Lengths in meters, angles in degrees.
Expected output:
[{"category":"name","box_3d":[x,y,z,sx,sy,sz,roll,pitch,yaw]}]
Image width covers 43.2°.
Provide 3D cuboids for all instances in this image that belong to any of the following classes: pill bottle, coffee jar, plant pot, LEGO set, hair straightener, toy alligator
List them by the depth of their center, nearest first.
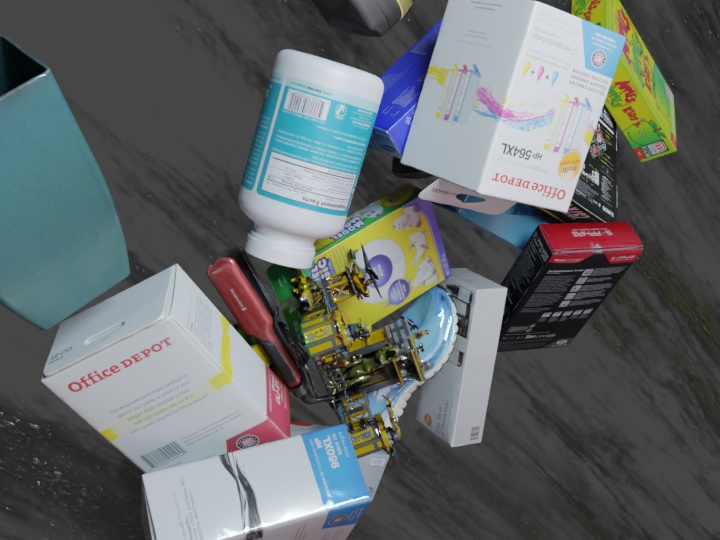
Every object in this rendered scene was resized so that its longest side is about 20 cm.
[{"category":"plant pot","box_3d":[-0.285,-0.060,0.750,0.141,0.141,0.200,-36,129,-16]},{"category":"coffee jar","box_3d":[0.043,-0.315,0.885,0.200,0.104,0.085,-46,122,-9]},{"category":"pill bottle","box_3d":[-0.055,-0.106,0.895,0.111,0.111,0.200,10,102,-35]},{"category":"LEGO set","box_3d":[0.016,0.081,0.926,0.116,0.154,0.200,-20,111,1]},{"category":"hair straightener","box_3d":[-0.085,0.058,0.951,0.041,0.077,0.200,-31,105,18]},{"category":"toy alligator","box_3d":[-0.128,0.084,0.957,0.200,0.059,0.054,52,35,-33]}]

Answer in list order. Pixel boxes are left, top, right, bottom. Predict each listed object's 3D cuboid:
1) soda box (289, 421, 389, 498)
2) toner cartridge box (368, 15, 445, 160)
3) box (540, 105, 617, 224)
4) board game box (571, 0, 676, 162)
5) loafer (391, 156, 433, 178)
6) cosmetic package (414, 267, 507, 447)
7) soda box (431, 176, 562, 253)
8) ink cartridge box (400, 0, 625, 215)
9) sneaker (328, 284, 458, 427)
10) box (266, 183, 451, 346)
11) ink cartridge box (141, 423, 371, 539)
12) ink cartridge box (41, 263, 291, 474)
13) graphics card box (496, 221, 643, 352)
[{"category":"soda box","box_3d":[-0.070,0.212,1.028,0.200,0.068,0.063,13,102,-35]},{"category":"toner cartridge box","box_3d":[0.080,-0.205,0.955,0.200,0.095,0.043,-44,125,-11]},{"category":"box","box_3d":[0.237,-0.141,1.039,0.200,0.049,0.160,19,68,-52]},{"category":"board game box","box_3d":[0.318,-0.235,1.093,0.200,0.048,0.102,44,43,-36]},{"category":"loafer","box_3d":[0.100,-0.173,1.000,0.200,0.073,0.071,-43,122,-25]},{"category":"cosmetic package","box_3d":[0.118,0.104,1.102,0.051,0.083,0.200,-2,108,-30]},{"category":"soda box","box_3d":[0.179,-0.068,1.087,0.200,0.064,0.068,25,93,-37]},{"category":"ink cartridge box","box_3d":[0.141,-0.149,0.879,0.128,0.125,0.200,7,104,-36]},{"category":"sneaker","box_3d":[0.037,0.098,1.051,0.090,0.078,0.200,36,85,-32]},{"category":"box","box_3d":[0.000,0.000,1.009,0.200,0.048,0.117,-30,121,-18]},{"category":"ink cartridge box","box_3d":[-0.107,0.232,0.880,0.200,0.084,0.145,-11,152,-19]},{"category":"ink cartridge box","box_3d":[-0.180,0.110,0.877,0.145,0.083,0.200,-26,125,14]},{"category":"graphics card box","box_3d":[0.234,0.023,1.094,0.125,0.051,0.200,-3,142,-22]}]
